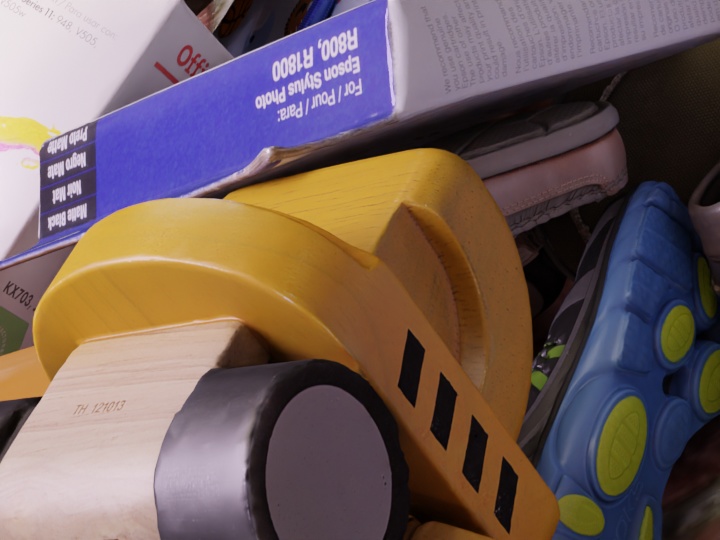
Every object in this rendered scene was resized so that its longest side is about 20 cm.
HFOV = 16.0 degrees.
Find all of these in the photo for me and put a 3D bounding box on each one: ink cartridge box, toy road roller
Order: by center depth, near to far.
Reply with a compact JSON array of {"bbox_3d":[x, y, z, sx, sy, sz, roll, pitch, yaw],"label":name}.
[{"bbox_3d":[-0.002,0.062,0.643,0.123,0.200,0.146,-9,39,40],"label":"toy road roller"},{"bbox_3d":[-0.011,-0.052,0.787,0.199,0.041,0.199,-19,2,-39],"label":"ink cartridge box"},{"bbox_3d":[-0.102,-0.045,0.913,0.067,0.117,0.200,32,86,21],"label":"ink cartridge box"}]

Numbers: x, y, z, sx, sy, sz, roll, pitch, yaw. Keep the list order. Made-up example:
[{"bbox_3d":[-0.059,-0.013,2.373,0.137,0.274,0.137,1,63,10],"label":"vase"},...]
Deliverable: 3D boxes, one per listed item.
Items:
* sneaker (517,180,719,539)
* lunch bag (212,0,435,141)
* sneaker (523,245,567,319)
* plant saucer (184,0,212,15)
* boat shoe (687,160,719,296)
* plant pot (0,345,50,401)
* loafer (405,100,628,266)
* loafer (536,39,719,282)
[{"bbox_3d":[0.057,0.047,0.756,0.082,0.071,0.200,-11,39,39],"label":"sneaker"},{"bbox_3d":[-0.017,-0.066,1.014,0.201,0.075,0.160,-61,21,-1],"label":"lunch bag"},{"bbox_3d":[-0.013,0.042,0.895,0.200,0.074,0.080,-28,50,19],"label":"sneaker"},{"bbox_3d":[-0.078,-0.147,0.988,0.200,0.029,0.200,-43,-14,-13],"label":"plant saucer"},{"bbox_3d":[0.173,-0.060,0.770,0.200,0.073,0.074,-50,25,-21],"label":"boat shoe"},{"bbox_3d":[-0.097,0.106,0.762,0.183,0.201,0.200,-28,20,-14],"label":"plant pot"},{"bbox_3d":[0.000,0.000,0.833,0.199,0.063,0.072,-17,9,23],"label":"loafer"},{"bbox_3d":[0.131,-0.076,0.836,0.200,0.075,0.070,-51,14,-2],"label":"loafer"}]
